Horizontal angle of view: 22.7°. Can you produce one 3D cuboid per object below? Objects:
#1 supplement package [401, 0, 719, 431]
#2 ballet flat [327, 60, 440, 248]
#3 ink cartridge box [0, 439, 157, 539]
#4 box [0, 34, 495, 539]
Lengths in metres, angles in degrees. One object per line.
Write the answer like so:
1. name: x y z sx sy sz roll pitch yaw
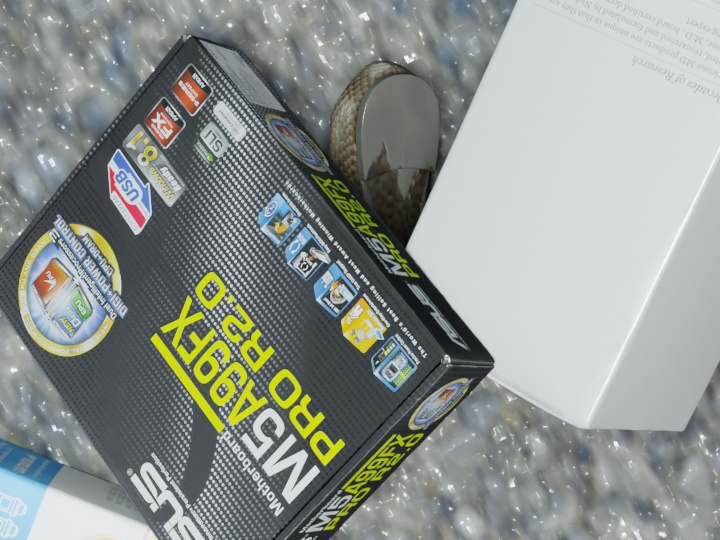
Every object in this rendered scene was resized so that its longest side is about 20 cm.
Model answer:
1. supplement package: 0.117 -0.043 0.780 0.117 0.117 0.201 29 100 29
2. ballet flat: 0.000 0.000 0.848 0.067 0.046 0.201 -4 108 -31
3. ink cartridge box: -0.109 0.172 0.855 0.199 0.068 0.116 22 92 -3
4. box: -0.059 0.022 0.786 0.160 0.044 0.200 -47 65 19
